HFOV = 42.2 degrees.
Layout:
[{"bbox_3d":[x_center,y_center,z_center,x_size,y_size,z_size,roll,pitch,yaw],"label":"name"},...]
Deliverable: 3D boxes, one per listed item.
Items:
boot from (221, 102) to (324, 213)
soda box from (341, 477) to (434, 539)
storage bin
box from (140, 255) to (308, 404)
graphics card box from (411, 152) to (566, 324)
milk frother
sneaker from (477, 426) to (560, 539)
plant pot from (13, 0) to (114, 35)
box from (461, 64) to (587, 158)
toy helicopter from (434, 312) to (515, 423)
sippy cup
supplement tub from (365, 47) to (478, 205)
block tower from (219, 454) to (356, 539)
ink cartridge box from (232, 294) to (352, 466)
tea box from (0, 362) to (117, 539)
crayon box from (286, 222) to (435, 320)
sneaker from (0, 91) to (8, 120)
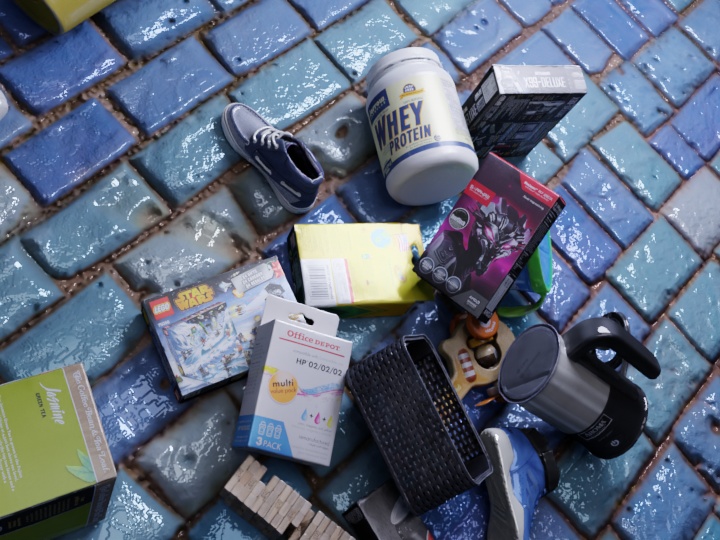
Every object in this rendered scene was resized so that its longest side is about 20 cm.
[{"bbox_3d":[-0.124,-0.183,1.355,0.072,0.091,0.201,-37,81,-30],"label":"boot"},{"bbox_3d":[0.063,0.368,1.169,0.070,0.063,0.202,-26,76,-28],"label":"soda box"},{"bbox_3d":[0.077,0.194,1.197,0.093,0.135,0.203,-31,78,15],"label":"storage bin"},{"bbox_3d":[-0.174,0.075,1.239,0.197,0.040,0.139,-19,74,-27],"label":"box"},{"bbox_3d":[0.175,-0.045,1.283,0.125,0.051,0.202,36,94,26],"label":"graphics card box"},{"bbox_3d":[0.302,0.127,1.320,0.186,0.182,0.201,32,12,-25],"label":"milk frother"},{"bbox_3d":[0.224,0.310,1.247,0.109,0.077,0.205,0,72,-28],"label":"sneaker"},{"bbox_3d":[-0.411,-0.449,1.332,0.200,0.201,0.190,38,73,2],"label":"plant pot"},{"bbox_3d":[0.234,-0.243,1.452,0.154,0.200,0.051,-6,70,-21],"label":"box"},{"bbox_3d":[0.152,0.157,1.313,0.132,0.079,0.201,43,69,-6],"label":"toy helicopter"},{"bbox_3d":[0.208,-0.030,1.368,0.127,0.140,0.182,-5,73,19],"label":"sippy cup"},{"bbox_3d":[0.088,-0.218,1.419,0.142,0.145,0.204,-5,66,-22],"label":"supplement tub"},{"bbox_3d":[-0.080,0.314,1.148,0.199,0.054,0.058,40,59,1],"label":"block tower"},{"bbox_3d":[-0.081,0.137,1.193,0.113,0.068,0.204,17,73,-21],"label":"ink cartridge box"},{"bbox_3d":[-0.377,0.219,1.001,0.193,0.201,0.136,-14,69,-27],"label":"tea box"},{"bbox_3d":[0.000,0.000,1.334,0.195,0.051,0.130,-1,66,-20],"label":"crayon box"},{"bbox_3d":[-0.513,-0.137,1.207,0.116,0.074,0.200,44,68,3],"label":"sneaker"}]
